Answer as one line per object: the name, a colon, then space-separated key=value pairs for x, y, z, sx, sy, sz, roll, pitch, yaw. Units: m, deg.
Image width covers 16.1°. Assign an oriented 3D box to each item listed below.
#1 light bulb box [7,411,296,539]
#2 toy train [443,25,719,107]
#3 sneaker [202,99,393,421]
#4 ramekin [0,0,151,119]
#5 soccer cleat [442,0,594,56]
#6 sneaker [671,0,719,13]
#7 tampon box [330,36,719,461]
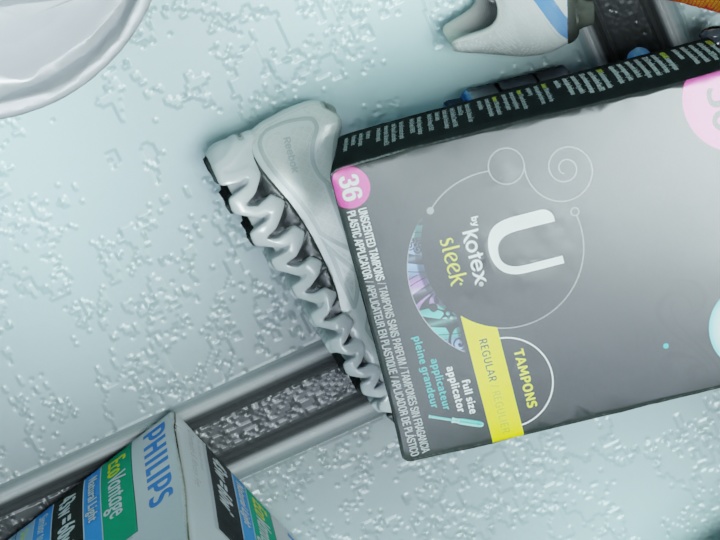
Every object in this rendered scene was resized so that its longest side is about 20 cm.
light bulb box: x=-0.131 y=0.212 z=1.346 sx=0.200 sy=0.198 sz=0.125 roll=-38 pitch=111 yaw=8
toy train: x=0.141 y=-0.058 z=1.334 sx=0.199 sy=0.087 sz=0.115 roll=-14 pitch=105 yaw=0
sneaker: x=0.000 y=0.000 z=1.351 sx=0.081 sy=0.075 sz=0.200 roll=-34 pitch=110 yaw=-2
ramekin: x=-0.194 y=-0.181 z=1.249 sx=0.201 sy=0.094 sz=0.203 roll=-2 pitch=110 yaw=-5
soccer cleat: x=0.067 y=-0.201 z=1.279 sx=0.086 sy=0.070 sz=0.201 roll=-9 pitch=111 yaw=-2
sneaker: x=0.216 y=-0.157 z=1.307 sx=0.199 sy=0.077 sz=0.073 roll=10 pitch=111 yaw=-7
tampon box: x=0.099 y=-0.013 z=1.237 sx=0.199 sy=0.126 sz=0.150 roll=-15 pitch=101 yaw=4
